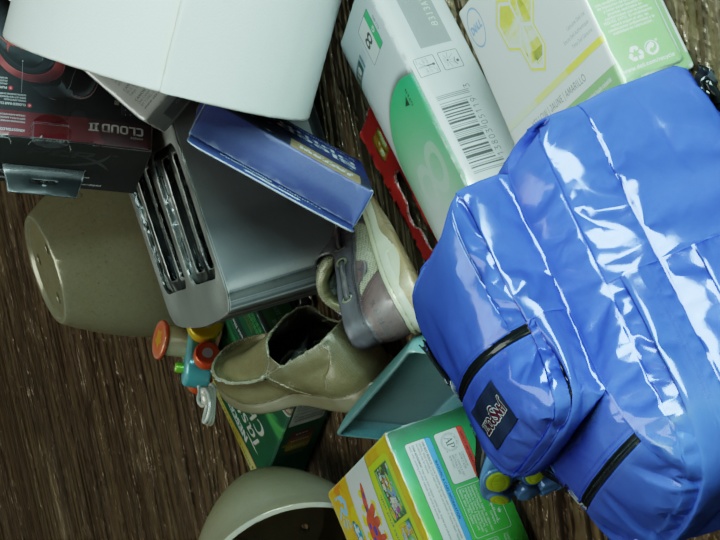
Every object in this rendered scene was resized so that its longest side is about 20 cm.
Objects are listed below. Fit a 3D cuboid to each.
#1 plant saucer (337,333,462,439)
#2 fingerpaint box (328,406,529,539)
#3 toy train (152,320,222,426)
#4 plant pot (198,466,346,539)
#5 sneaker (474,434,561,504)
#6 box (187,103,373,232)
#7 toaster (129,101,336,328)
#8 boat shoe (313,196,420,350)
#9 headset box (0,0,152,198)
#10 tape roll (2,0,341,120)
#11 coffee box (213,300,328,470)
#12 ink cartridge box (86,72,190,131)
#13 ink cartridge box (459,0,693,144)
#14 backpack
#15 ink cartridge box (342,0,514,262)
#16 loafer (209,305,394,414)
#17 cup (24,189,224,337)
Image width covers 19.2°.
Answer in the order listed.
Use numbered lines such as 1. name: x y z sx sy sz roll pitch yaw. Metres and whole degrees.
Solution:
1. plant saucer: 0.040 0.082 1.449 0.200 0.070 0.019 127 148 -66
2. fingerpaint box: 0.064 0.215 1.482 0.200 0.073 0.167 67 159 14
3. toy train: -0.137 0.020 1.762 0.150 0.055 0.201 -111 29 -74
4. plant pot: -0.058 0.237 1.705 0.200 0.187 0.188 -126 24 -71
5. sneaker: 0.099 0.059 1.281 0.083 0.071 0.200 -112 16 -53
6. box: -0.052 -0.077 1.389 0.032 0.121 0.200 -60 7 8
7. toaster: -0.089 -0.050 1.589 0.181 0.118 0.201 -13 95 71
8. boat shoe: 0.000 0.000 1.423 0.072 0.065 0.200 64 178 -23
9. headset box: -0.229 -0.147 1.551 0.075 0.148 0.201 124 147 -61
10. tape roll: -0.110 -0.187 1.328 0.203 0.202 0.140 29 106 61
11. coffee box: -0.075 0.092 1.779 0.123 0.044 0.200 64 158 20
12. ink cartridge box: -0.163 -0.220 1.486 0.200 0.161 0.050 41 -177 16
13. ink cartridge box: 0.092 -0.166 1.122 0.200 0.048 0.146 66 160 8
14. backpack: 0.130 0.038 1.030 0.200 0.167 0.163 61 164 17
15. ink cartridge box: 0.033 -0.070 1.334 0.161 0.050 0.200 64 156 22
16. loafer: -0.048 0.062 1.598 0.200 0.076 0.068 -5 122 49
17. cup: -0.218 -0.021 1.912 0.200 0.143 0.201 51 151 43
